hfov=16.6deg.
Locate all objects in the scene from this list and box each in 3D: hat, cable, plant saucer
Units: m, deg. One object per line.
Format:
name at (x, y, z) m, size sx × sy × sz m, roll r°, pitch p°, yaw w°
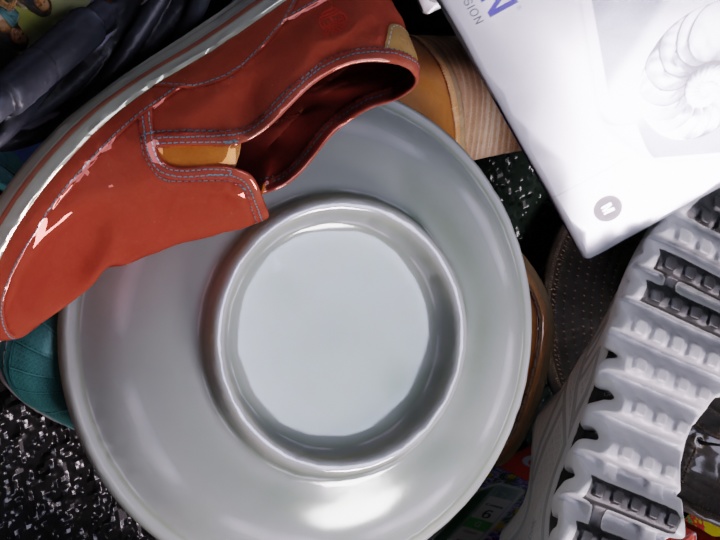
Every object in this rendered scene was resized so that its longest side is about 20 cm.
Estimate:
hat at (0.185, 0.023, 1.128) m, size 0.200 × 0.081 × 0.201 m, roll 5°, pitch 74°, yaw -17°
cable at (-0.103, -0.099, 0.833) m, size 0.163 × 0.051 × 0.200 m, roll -54°, pitch 152°, yaw 17°
plant saucer at (-0.016, 0.025, 0.955) m, size 0.199 × 0.050 × 0.201 m, roll -1°, pitch 93°, yaw -22°

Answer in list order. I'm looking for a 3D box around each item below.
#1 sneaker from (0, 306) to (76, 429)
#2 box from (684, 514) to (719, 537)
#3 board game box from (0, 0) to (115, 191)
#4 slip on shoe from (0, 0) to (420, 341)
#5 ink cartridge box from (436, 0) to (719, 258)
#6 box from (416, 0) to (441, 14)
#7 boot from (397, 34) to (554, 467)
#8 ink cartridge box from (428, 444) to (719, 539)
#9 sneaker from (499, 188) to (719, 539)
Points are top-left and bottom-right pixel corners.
sneaker at (-0.055, 0.054, 0.998) m, size 0.200 × 0.080 × 0.072 m, roll 24°, pitch 90°, yaw -42°
box at (0.291, 0.159, 1.231) m, size 0.192 × 0.200 × 0.122 m, roll -27°, pitch 164°, yaw -32°
board game box at (-0.139, -0.130, 0.893) m, size 0.200 × 0.045 × 0.152 m, roll 39°, pitch 77°, yaw -40°
slip on shoe at (-0.062, -0.038, 0.893) m, size 0.200 × 0.061 × 0.074 m, roll -38°, pitch 160°, yaw -8°
ink cartridge box at (0.133, -0.128, 0.989) m, size 0.200 × 0.041 × 0.200 m, roll -31°, pitch 122°, yaw 4°
box at (0.037, -0.216, 0.973) m, size 0.116 × 0.060 × 0.200 m, roll -24°, pitch 123°, yaw 0°
boot at (0.000, 0.000, 1.041) m, size 0.154 × 0.074 × 0.201 m, roll -13°, pitch 106°, yaw -34°
ink cartridge box at (0.092, 0.131, 1.127) m, size 0.200 × 0.109 × 0.051 m, roll -26°, pitch 126°, yaw -32°
sneaker at (0.115, 0.050, 1.060) m, size 0.075 × 0.081 × 0.200 m, roll 30°, pitch 77°, yaw -23°
